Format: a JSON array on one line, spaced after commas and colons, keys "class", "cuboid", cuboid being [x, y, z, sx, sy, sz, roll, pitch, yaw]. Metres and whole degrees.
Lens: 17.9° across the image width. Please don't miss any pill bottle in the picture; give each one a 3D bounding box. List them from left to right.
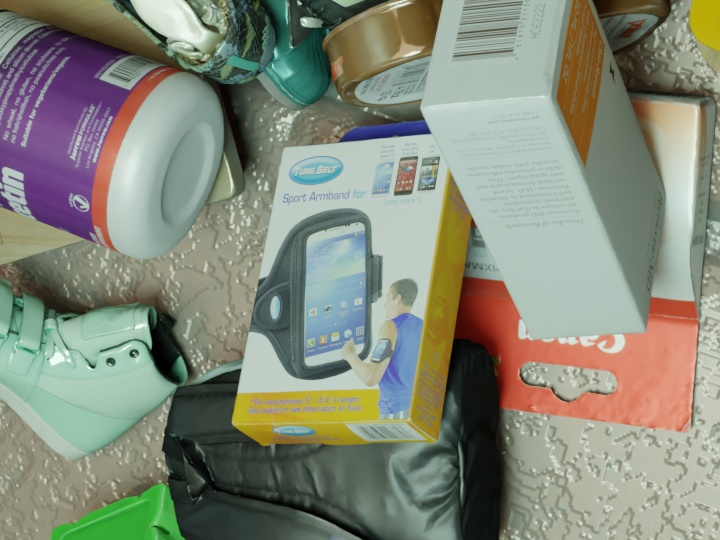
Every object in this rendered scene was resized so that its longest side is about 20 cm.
[{"class": "pill bottle", "cuboid": [-0.188, -0.088, 1.350, 0.199, 0.112, 0.113, 20, 104, 19]}]

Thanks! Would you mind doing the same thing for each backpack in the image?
[{"class": "backpack", "cuboid": [-0.017, 0.117, 1.380, 0.199, 0.126, 0.168, -1, 85, 23]}]

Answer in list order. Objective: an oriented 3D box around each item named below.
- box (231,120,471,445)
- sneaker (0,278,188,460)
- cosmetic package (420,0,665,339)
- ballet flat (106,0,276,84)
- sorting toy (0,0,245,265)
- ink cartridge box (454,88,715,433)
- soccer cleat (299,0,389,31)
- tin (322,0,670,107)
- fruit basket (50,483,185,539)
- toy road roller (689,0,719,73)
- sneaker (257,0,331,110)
[{"class": "box", "cuboid": [0.000, 0.000, 1.313, 0.118, 0.041, 0.201, -4, 67, 30]}, {"class": "sneaker", "cuboid": [-0.195, 0.028, 1.429, 0.118, 0.074, 0.200, -30, 127, 22]}, {"class": "cosmetic package", "cuboid": [0.101, -0.061, 1.212, 0.071, 0.200, 0.102, -3, 53, 22]}, {"class": "ballet flat", "cuboid": [-0.134, -0.183, 1.339, 0.200, 0.074, 0.074, 38, 109, 14]}, {"class": "sorting toy", "cuboid": [-0.176, -0.122, 1.439, 0.199, 0.070, 0.200, -15, 92, 23]}, {"class": "ink cartridge box", "cuboid": [0.120, -0.009, 1.347, 0.161, 0.050, 0.201, 6, 97, 21]}, {"class": "soccer cleat", "cuboid": [-0.009, -0.166, 1.328, 0.199, 0.068, 0.081, 11, 113, -15]}, {"class": "tin", "cuboid": [0.078, -0.134, 1.283, 0.199, 0.112, 0.042, -13, 85, -11]}, {"class": "fruit basket", "cuboid": [-0.101, 0.258, 1.423, 0.155, 0.215, 0.217, -24, 88, 23]}, {"class": "toy road roller", "cuboid": [0.211, -0.211, 1.248, 0.145, 0.123, 0.201, 20, 105, 33]}, {"class": "sneaker", "cuboid": [-0.043, -0.200, 1.373, 0.080, 0.071, 0.201, -15, 91, 27]}]
